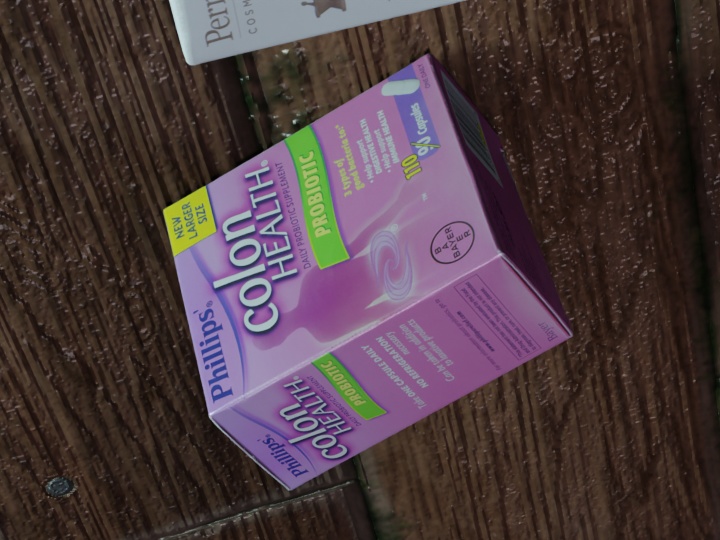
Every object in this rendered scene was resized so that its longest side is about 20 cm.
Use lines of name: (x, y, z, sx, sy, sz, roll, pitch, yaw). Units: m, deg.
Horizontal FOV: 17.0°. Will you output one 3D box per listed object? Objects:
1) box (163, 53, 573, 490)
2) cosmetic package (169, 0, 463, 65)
box: (0.000, 0.000, 1.443, 0.200, 0.176, 0.097, -30, 136, 15)
cosmetic package: (-0.018, -0.234, 1.202, 0.200, 0.167, 0.168, -14, 140, -3)
